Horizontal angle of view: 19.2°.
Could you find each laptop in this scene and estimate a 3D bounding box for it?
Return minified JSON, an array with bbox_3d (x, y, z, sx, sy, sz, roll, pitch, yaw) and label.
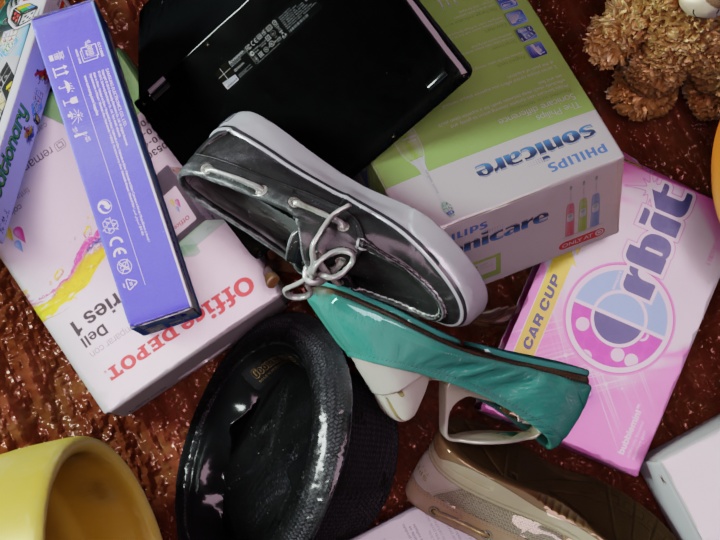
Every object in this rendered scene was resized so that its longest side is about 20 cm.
[{"bbox_3d":[-0.042,-0.148,1.367,0.187,0.116,0.200,-40,84,20],"label":"laptop"}]

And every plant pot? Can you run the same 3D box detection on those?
[{"bbox_3d":[-0.240,0.222,1.361,0.188,0.201,0.201,-14,86,15],"label":"plant pot"}]

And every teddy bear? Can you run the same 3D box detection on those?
[{"bbox_3d":[0.216,-0.155,1.380,0.145,0.200,0.067,14,57,-9],"label":"teddy bear"}]

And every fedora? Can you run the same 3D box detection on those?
[{"bbox_3d":[-0.038,0.130,1.391,0.091,0.200,0.201,14,86,-32],"label":"fedora"}]

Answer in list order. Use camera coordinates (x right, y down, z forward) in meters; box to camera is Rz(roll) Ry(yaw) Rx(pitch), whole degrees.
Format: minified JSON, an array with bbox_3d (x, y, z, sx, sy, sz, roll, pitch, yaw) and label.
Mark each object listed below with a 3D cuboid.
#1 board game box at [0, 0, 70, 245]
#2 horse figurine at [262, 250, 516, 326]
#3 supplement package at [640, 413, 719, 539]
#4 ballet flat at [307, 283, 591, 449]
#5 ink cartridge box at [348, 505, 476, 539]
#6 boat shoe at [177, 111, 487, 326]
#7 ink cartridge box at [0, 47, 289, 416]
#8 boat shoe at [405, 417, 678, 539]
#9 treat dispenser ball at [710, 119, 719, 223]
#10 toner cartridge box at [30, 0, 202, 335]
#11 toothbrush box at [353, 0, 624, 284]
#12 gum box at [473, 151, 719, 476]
[{"bbox_3d":[-0.267,-0.096,1.380,0.126,0.035,0.200,-8,51,23],"label":"board game box"},{"bbox_3d":[0.000,0.000,1.408,0.200,0.133,0.050,21,106,-18],"label":"horse figurine"},{"bbox_3d":[0.298,0.128,1.392,0.200,0.117,0.117,-27,87,-2],"label":"supplement package"},{"bbox_3d":[0.052,0.068,1.331,0.200,0.067,0.071,19,86,-19],"label":"ballet flat"},{"bbox_3d":[0.068,0.250,1.424,0.200,0.043,0.197,-27,86,1],"label":"ink cartridge box"},{"bbox_3d":[-0.020,-0.019,1.267,0.199,0.074,0.068,37,57,10],"label":"boat shoe"},{"bbox_3d":[-0.160,-0.023,1.420,0.145,0.084,0.200,-34,87,-2],"label":"ink cartridge box"},{"bbox_3d":[0.125,0.170,1.379,0.200,0.072,0.065,28,118,-5],"label":"boat shoe"},{"bbox_3d":[0.319,-0.062,1.326,0.200,0.201,0.202,0,86,0],"label":"treat dispenser ball"},{"bbox_3d":[-0.151,-0.062,1.333,0.043,0.095,0.201,-18,87,-1],"label":"toner cartridge box"},{"bbox_3d":[0.061,-0.096,1.373,0.145,0.086,0.200,-21,56,-10],"label":"toothbrush box"},{"bbox_3d":[0.167,0.023,1.424,0.113,0.066,0.200,23,86,0],"label":"gum box"}]
